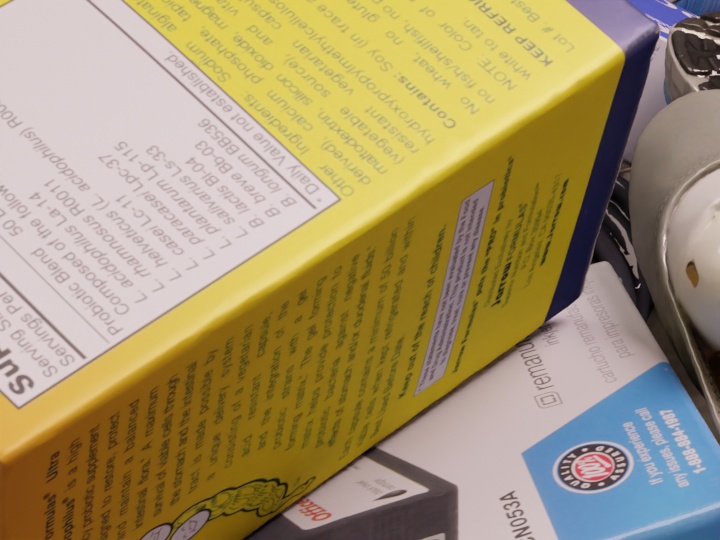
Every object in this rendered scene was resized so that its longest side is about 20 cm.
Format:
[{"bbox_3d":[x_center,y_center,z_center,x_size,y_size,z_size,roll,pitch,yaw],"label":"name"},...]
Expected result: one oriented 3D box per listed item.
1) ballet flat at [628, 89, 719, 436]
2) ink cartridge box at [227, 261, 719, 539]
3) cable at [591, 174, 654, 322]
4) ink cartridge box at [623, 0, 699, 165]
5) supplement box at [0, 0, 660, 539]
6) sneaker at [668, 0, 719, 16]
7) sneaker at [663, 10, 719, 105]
[{"bbox_3d":[0.114,0.026,0.639,0.067,0.064,0.200,-20,61,5],"label":"ballet flat"},{"bbox_3d":[-0.006,0.087,0.668,0.200,0.084,0.145,-17,26,-1],"label":"ink cartridge box"},{"bbox_3d":[0.000,0.000,0.826,0.163,0.051,0.200,-35,36,-6],"label":"cable"},{"bbox_3d":[0.035,-0.090,0.838,0.200,0.044,0.094,25,15,-19],"label":"ink cartridge box"},{"bbox_3d":[-0.043,-0.009,0.617,0.200,0.110,0.109,-33,63,-30],"label":"supplement box"},{"bbox_3d":[0.087,-0.102,0.965,0.200,0.089,0.079,-20,16,-21],"label":"sneaker"},{"bbox_3d":[0.142,0.012,0.750,0.078,0.090,0.200,-6,43,-14],"label":"sneaker"}]
